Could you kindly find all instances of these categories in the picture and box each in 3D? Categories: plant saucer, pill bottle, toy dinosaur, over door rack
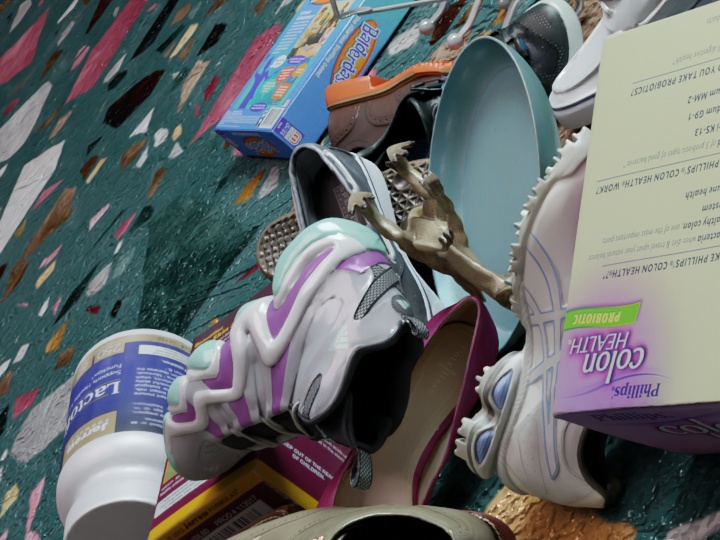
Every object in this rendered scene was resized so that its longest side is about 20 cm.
[{"bbox_3d":[0.085,-0.045,1.144,0.200,0.027,0.201,-179,90,-73],"label":"plant saucer"},{"bbox_3d":[-0.160,0.141,1.330,0.116,0.116,0.200,-42,25,20],"label":"pill bottle"},{"bbox_3d":[0.040,-0.022,1.103,0.058,0.101,0.200,-41,26,-3],"label":"toy dinosaur"},{"bbox_3d":[0.049,-0.201,1.387,0.148,0.199,0.067,-140,51,-67],"label":"over door rack"}]

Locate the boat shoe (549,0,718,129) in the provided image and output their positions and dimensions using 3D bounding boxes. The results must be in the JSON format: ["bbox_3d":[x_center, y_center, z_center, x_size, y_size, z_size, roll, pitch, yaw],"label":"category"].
[{"bbox_3d":[0.190,-0.181,1.217,0.200,0.065,0.074,-46,24,14],"label":"boat shoe"}]

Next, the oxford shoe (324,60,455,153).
[{"bbox_3d":[0.052,-0.118,1.410,0.199,0.071,0.073,-7,82,50],"label":"oxford shoe"}]

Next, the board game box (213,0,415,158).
[{"bbox_3d":[-0.040,-0.196,1.693,0.200,0.045,0.152,-56,23,-10],"label":"board game box"}]

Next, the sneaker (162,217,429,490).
[{"bbox_3d":[-0.034,0.083,1.058,0.200,0.077,0.140,-55,48,25],"label":"sneaker"}]

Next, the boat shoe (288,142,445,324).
[{"bbox_3d":[0.000,0.000,1.207,0.072,0.068,0.201,-33,58,26],"label":"boat shoe"}]

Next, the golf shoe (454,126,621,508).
[{"bbox_3d":[0.123,0.029,0.959,0.097,0.078,0.201,22,109,33],"label":"golf shoe"}]

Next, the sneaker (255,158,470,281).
[{"bbox_3d":[0.026,-0.029,1.295,0.199,0.075,0.071,-11,74,26],"label":"sneaker"}]

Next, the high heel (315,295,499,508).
[{"bbox_3d":[0.022,0.107,1.065,0.200,0.067,0.096,-51,-19,-25],"label":"high heel"}]

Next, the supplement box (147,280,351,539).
[{"bbox_3d":[-0.063,0.109,1.233,0.110,0.086,0.201,-36,28,31],"label":"supplement box"}]

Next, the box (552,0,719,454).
[{"bbox_3d":[0.192,-0.022,0.861,0.176,0.096,0.201,-12,64,57],"label":"box"}]

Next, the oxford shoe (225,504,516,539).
[{"bbox_3d":[-0.017,0.157,1.004,0.199,0.075,0.071,-14,68,25],"label":"oxford shoe"}]

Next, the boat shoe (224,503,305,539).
[{"bbox_3d":[-0.100,0.222,1.123,0.200,0.074,0.076,-48,62,23],"label":"boat shoe"}]

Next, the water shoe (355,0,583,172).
[{"bbox_3d":[0.076,-0.112,1.292,0.200,0.079,0.072,-48,60,25],"label":"water shoe"}]
